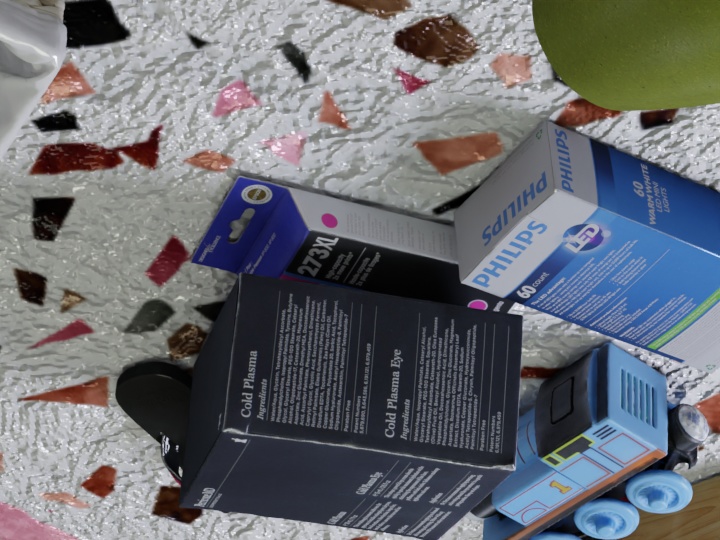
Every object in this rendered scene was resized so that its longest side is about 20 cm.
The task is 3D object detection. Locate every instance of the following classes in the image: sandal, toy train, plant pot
[{"bbox_3d":[-0.106,0.133,1.550,0.075,0.045,0.200,-21,138,23],"label":"sandal"},{"bbox_3d":[0.148,0.135,1.539,0.114,0.087,0.200,32,134,-24],"label":"toy train"},{"bbox_3d":[0.180,-0.161,1.102,0.186,0.188,0.200,20,152,-26],"label":"plant pot"}]

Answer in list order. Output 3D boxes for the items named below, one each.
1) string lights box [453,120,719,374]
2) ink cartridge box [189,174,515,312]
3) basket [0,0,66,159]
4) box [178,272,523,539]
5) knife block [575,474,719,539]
[{"bbox_3d":[0.168,-0.011,1.367,0.199,0.059,0.103,20,136,-26],"label":"string lights box"},{"bbox_3d":[0.000,0.000,1.395,0.199,0.037,0.095,15,140,-17],"label":"ink cartridge box"},{"bbox_3d":[-0.268,-0.136,1.103,0.197,0.161,0.200,20,138,-26],"label":"basket"},{"bbox_3d":[-0.010,0.091,1.405,0.181,0.105,0.200,8,159,-11],"label":"box"},{"bbox_3d":[0.223,0.208,1.662,0.200,0.175,0.064,-56,133,-7],"label":"knife block"}]
